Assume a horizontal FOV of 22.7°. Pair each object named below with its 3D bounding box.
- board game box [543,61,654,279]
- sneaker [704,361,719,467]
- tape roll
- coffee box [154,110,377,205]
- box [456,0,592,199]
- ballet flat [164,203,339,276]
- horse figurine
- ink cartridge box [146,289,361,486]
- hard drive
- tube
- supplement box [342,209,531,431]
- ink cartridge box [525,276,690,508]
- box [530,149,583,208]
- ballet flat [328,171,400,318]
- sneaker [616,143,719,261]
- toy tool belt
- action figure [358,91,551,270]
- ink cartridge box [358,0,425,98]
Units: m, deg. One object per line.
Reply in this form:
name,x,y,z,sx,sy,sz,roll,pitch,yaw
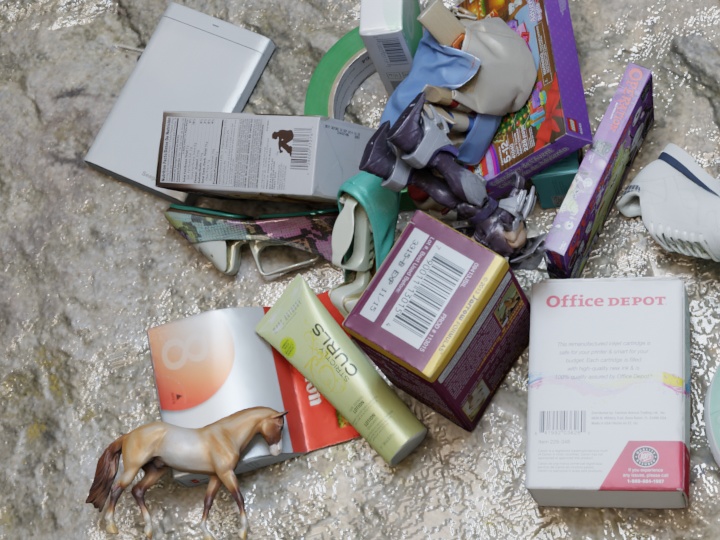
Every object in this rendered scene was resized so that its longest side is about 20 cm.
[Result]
board game box,0.230,-0.087,1.717,0.032,0.120,0.201,22,78,21
sneaker,0.366,0.085,1.614,0.073,0.118,0.202,15,74,-2
tape roll,0.044,-0.163,1.832,0.199,0.048,0.202,-5,69,13
coffee box,-0.092,-0.110,1.776,0.199,0.113,0.081,5,89,35
box,0.148,-0.187,1.726,0.137,0.039,0.202,-31,57,43
ballet flat,-0.108,-0.030,1.820,0.198,0.069,0.072,2,91,15
horse figurine,-0.172,0.191,1.713,0.198,0.050,0.134,0,73,12
ink cartridge box,-0.103,0.111,1.772,0.199,0.050,0.163,-18,68,11
hard drive,-0.193,-0.178,1.911,0.131,0.027,0.201,22,78,21
tube,-0.019,0.101,1.738,0.058,0.052,0.200,-36,73,-19
supplement box,0.079,0.050,1.663,0.103,0.200,0.131,30,80,22
ink cartridge box,0.232,0.115,1.663,0.146,0.086,0.202,0,69,15
box,0.189,-0.171,1.778,0.049,0.082,0.202,-7,69,11
ballet flat,0.000,0.000,1.722,0.070,0.202,0.067,-15,25,-33
sneaker,0.317,-0.043,1.678,0.080,0.077,0.200,-38,32,-2
toy tool belt,0.067,-0.153,1.686,0.125,0.122,0.201,46,117,47
action figure,0.099,-0.066,1.616,0.200,0.130,0.070,40,61,-16
ink cartridge box,0.040,-0.286,1.764,0.050,0.161,0.202,-1,70,14
